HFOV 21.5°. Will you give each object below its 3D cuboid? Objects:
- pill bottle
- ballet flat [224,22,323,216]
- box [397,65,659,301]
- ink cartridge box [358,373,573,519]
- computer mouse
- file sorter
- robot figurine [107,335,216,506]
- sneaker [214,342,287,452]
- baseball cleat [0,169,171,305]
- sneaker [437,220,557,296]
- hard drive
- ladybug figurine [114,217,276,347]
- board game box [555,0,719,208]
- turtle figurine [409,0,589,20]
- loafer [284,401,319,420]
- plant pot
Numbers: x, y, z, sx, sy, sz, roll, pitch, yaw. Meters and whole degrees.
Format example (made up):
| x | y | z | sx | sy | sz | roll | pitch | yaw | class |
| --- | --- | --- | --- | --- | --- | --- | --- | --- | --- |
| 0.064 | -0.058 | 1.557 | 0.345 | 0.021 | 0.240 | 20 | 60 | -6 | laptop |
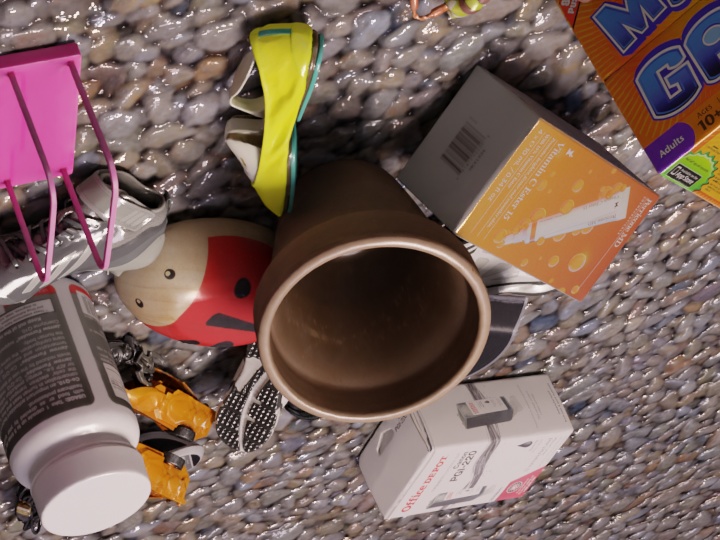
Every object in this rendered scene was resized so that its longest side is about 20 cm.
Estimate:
| x | y | z | sx | sy | sz | roll | pitch | yaw | class |
| --- | --- | --- | --- | --- | --- | --- | --- | --- | --- |
| -0.254 | 0.115 | 1.607 | 0.113 | 0.201 | 0.114 | -18 | 149 | -12 | pill bottle |
| -0.075 | -0.123 | 1.527 | 0.066 | 0.067 | 0.201 | 5 | 140 | -8 | ballet flat |
| 0.150 | -0.074 | 1.676 | 0.199 | 0.098 | 0.125 | 25 | 105 | -46 | box |
| 0.117 | 0.197 | 2.130 | 0.198 | 0.085 | 0.146 | -3 | 143 | -31 | ink cartridge box |
| -0.254 | 0.202 | 1.897 | 0.198 | 0.044 | 0.110 | -20 | 159 | -10 | computer mouse |
| -0.288 | -0.058 | 1.390 | 0.198 | 0.126 | 0.139 | -13 | 148 | -21 | file sorter |
| -0.219 | 0.144 | 1.776 | 0.200 | 0.058 | 0.146 | 36 | 71 | -49 | robot figurine |
| -0.080 | 0.078 | 1.831 | 0.073 | 0.080 | 0.201 | 31 | 115 | -4 | sneaker |
| -0.247 | -0.033 | 1.534 | 0.199 | 0.070 | 0.107 | -17 | 143 | -34 | baseball cleat |
| 0.152 | -0.031 | 1.813 | 0.199 | 0.076 | 0.116 | -16 | 150 | -12 | sneaker |
| 0.076 | 0.065 | 1.850 | 0.133 | 0.043 | 0.200 | 4 | 162 | -14 | hard drive |
| -0.127 | 0.018 | 1.682 | 0.199 | 0.072 | 0.136 | 10 | 134 | -46 | ladybug figurine |
| 0.324 | -0.189 | 1.577 | 0.199 | 0.201 | 0.199 | -39 | 147 | 22 | board game box |
| 0.139 | -0.252 | 1.475 | 0.160 | 0.065 | 0.200 | -1 | 141 | -36 | turtle figurine |
| -0.021 | 0.099 | 1.858 | 0.073 | 0.073 | 0.199 | -31 | -171 | -35 | loafer |
| 0.000 | 0.000 | 1.621 | 0.198 | 0.175 | 0.202 | -6 | 129 | -7 | plant pot |
